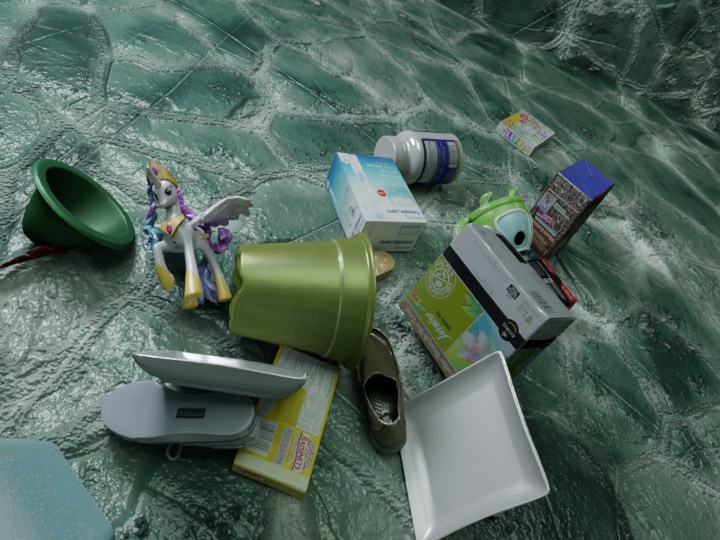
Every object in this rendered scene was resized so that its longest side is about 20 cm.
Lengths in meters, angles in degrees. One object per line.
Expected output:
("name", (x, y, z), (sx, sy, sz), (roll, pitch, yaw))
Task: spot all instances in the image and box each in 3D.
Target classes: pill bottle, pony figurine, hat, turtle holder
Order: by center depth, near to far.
("hat", (-0.467, -0.045, 0.808), (0.167, 0.175, 0.199), (53, 9, 30))
("pony figurine", (-0.252, -0.050, 0.823), (0.161, 0.193, 0.207), (-18, 81, 9))
("turtle holder", (0.290, -0.085, 1.172), (0.182, 0.140, 0.135), (-4, 66, -43))
("pill bottle", (0.133, -0.263, 1.275), (0.194, 0.121, 0.122), (-5, 50, -32))

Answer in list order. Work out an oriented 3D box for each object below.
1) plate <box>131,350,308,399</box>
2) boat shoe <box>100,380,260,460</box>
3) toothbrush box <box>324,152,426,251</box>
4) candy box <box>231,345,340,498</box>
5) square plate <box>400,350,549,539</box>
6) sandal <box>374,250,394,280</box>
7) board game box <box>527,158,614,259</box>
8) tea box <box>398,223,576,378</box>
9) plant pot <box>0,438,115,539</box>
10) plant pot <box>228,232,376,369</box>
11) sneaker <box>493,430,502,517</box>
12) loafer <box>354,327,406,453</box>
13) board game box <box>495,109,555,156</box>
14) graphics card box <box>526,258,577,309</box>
("plate", (-0.162, 0.129, 0.681), (0.193, 0.200, 0.034), (10, 82, -4))
("boat shoe", (-0.214, 0.188, 0.673), (0.194, 0.088, 0.076), (-1, 50, 7))
("toothbrush box", (0.027, -0.140, 1.121), (0.142, 0.086, 0.204), (0, 50, -28))
("candy box", (-0.097, 0.200, 0.759), (0.100, 0.027, 0.203), (25, 41, -6))
("square plate", (0.141, 0.241, 0.745), (0.028, 0.197, 0.202), (35, 31, -39))
("sandal", (-0.004, -0.004, 0.979), (0.077, 0.071, 0.209), (43, 43, 18))
("board game box", (0.467, -0.136, 1.270), (0.097, 0.203, 0.157), (44, 44, 19))
("tea box", (0.204, 0.069, 0.907), (0.131, 0.198, 0.202), (5, 41, -50))
("plant pot", (-0.326, 0.264, 0.454), (0.195, 0.199, 0.198), (42, 35, 17))
("plant pot", (-0.094, 0.037, 0.800), (0.183, 0.203, 0.204), (5, 45, -17))
("sneaker", (0.178, 0.234, 0.794), (0.082, 0.122, 0.202), (-2, 49, -47))
("loafer", (0.033, 0.164, 0.821), (0.072, 0.071, 0.204), (-8, 51, -9))
("board game box", (0.524, -0.439, 1.729), (0.134, 0.035, 0.199), (42, 43, 14))
("graphics card box", (0.343, 0.041, 1.140), (0.195, 0.052, 0.127), (-5, 51, -33))
